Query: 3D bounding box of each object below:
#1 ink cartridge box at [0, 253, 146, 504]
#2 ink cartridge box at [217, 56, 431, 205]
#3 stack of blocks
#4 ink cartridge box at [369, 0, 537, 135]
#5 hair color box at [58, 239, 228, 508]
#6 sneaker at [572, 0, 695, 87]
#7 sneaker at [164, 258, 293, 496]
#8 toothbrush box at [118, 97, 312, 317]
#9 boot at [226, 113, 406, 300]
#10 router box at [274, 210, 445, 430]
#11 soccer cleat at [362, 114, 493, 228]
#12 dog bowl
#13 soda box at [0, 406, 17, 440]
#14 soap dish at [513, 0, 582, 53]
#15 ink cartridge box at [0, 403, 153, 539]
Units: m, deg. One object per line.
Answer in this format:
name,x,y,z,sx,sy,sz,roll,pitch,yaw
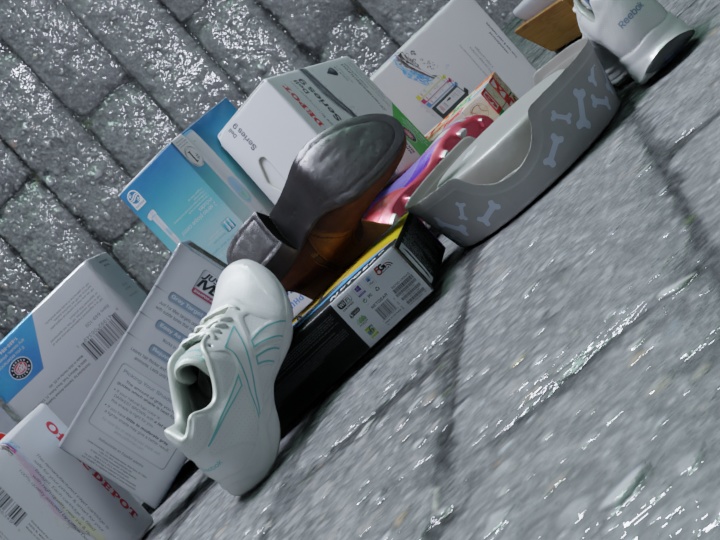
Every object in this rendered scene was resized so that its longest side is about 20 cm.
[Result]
ink cartridge box,-0.238,0.109,1.475,0.147,0.200,0.146,-42,4,1
ink cartridge box,-0.028,-0.122,1.508,0.084,0.146,0.200,-46,-7,26
stack of blocks,0.085,-0.116,1.647,0.200,0.059,0.115,-42,6,21
ink cartridge box,0.083,-0.196,1.800,0.200,0.145,0.147,-44,5,-12
hair color box,-0.159,0.086,1.294,0.201,0.098,0.061,-58,0,4
sneaker,0.213,-0.203,1.257,0.075,0.087,0.200,-45,5,0
sneaker,-0.099,0.063,1.140,0.070,0.080,0.202,-31,40,30
toothbrush box,-0.114,-0.049,1.483,0.085,0.200,0.147,-39,6,28
boot,0.004,-0.038,1.303,0.189,0.069,0.199,-50,-29,11
router box,-0.021,0.046,1.236,0.200,0.051,0.149,-43,5,14
soccer cleat,0.063,-0.084,1.474,0.076,0.067,0.200,-3,37,47
dog bowl,0.127,-0.098,1.239,0.200,0.059,0.200,-43,5,5
soda box,-0.352,0.216,1.560,0.068,0.200,0.063,-46,6,-37
soap dish,0.280,-0.351,1.880,0.157,0.081,0.200,-45,6,-9
ink cartridge box,-0.297,0.242,1.277,0.146,0.147,0.200,-41,5,24
